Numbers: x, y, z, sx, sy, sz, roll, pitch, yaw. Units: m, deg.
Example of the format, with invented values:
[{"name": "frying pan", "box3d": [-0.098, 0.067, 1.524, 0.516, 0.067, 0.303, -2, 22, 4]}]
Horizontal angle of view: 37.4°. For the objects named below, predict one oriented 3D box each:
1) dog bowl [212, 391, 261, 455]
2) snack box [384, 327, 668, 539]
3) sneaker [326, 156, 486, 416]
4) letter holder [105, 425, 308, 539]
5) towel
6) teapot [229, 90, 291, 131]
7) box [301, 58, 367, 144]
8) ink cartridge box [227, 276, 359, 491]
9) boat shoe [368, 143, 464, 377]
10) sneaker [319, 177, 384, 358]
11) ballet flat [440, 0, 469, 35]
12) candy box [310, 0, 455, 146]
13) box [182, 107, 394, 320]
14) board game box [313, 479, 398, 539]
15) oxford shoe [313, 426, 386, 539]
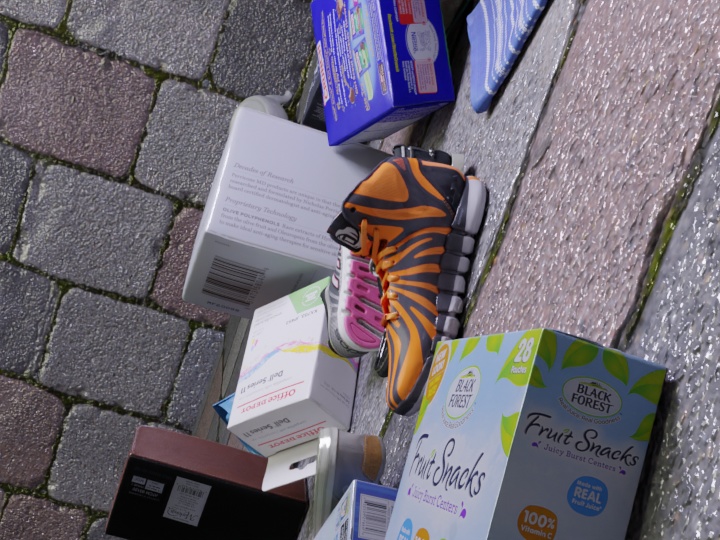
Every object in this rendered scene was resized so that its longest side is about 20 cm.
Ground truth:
[{"name": "dog bowl", "box3d": [-0.130, 0.197, 1.351, 0.050, 0.112, 0.200, -41, 2, -14]}, {"name": "snack box", "box3d": [0.060, 0.134, 0.514, 0.169, 0.067, 0.202, 150, 138, -77]}, {"name": "sneaker", "box3d": [0.021, 0.005, 0.816, 0.078, 0.111, 0.201, 131, 155, -67]}, {"name": "letter holder", "box3d": [-0.170, 0.245, 1.204, 0.142, 0.199, 0.101, -104, 33, -72]}, {"name": "towel", "box3d": [0.134, -0.244, 0.880, 0.145, 0.024, 0.201, -84, 15, -45]}, {"name": "teapot", "box3d": [-0.266, -0.389, 3.010, 0.200, 0.146, 0.198, -40, 57, 28]}, {"name": "box", "box3d": [0.004, -0.313, 1.481, 0.182, 0.103, 0.201, 123, 162, -61]}, {"name": "ink cartridge box", "box3d": [-0.067, 0.117, 1.107, 0.117, 0.067, 0.201, -25, 39, 31]}, {"name": "boat shoe", "box3d": [0.035, -0.007, 0.893, 0.072, 0.067, 0.202, 138, 145, -80]}, {"name": "sneaker", "box3d": [0.000, 0.000, 1.049, 0.087, 0.073, 0.201, 133, 149, -54]}, {"name": "ballet flat", "box3d": [0.064, -0.264, 1.186, 0.200, 0.062, 0.068, 120, 164, -52]}, {"name": "candy box", "box3d": [0.017, -0.234, 1.124, 0.200, 0.076, 0.171, 168, 94, -69]}, {"name": "box", "box3d": [-0.087, -0.048, 1.258, 0.199, 0.198, 0.173, 124, 159, -60]}, {"name": "board game box", "box3d": [-0.024, 0.286, 0.758, 0.199, 0.043, 0.201, 120, 160, -48]}, {"name": "oxford shoe", "box3d": [-0.009, 0.188, 0.855, 0.201, 0.057, 0.076, 96, 176, -54]}]
